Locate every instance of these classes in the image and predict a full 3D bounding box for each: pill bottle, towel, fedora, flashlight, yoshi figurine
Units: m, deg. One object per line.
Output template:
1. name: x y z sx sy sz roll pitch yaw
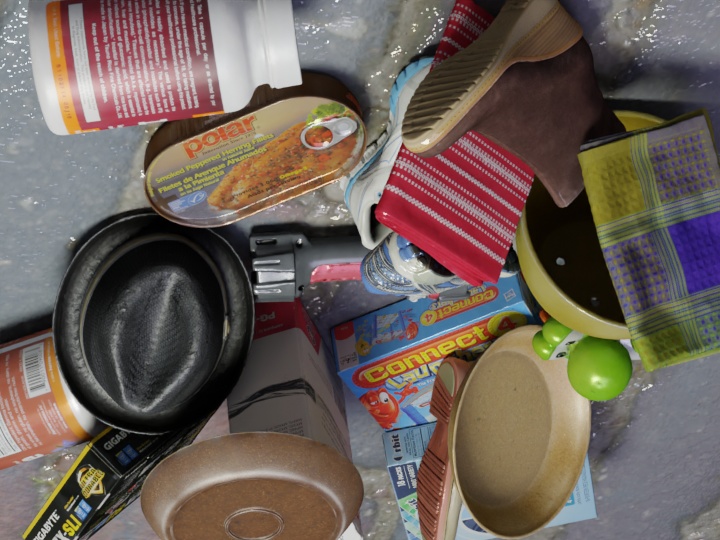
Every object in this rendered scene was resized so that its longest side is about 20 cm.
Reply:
1. pill bottle: -0.337 0.128 1.741 0.199 0.113 0.112 -18 139 11
2. towel: 0.260 -0.026 1.534 0.143 0.201 0.023 -13 177 -29
3. fedora: -0.181 0.053 1.626 0.199 0.092 0.202 -1 99 -5
4. pill bottle: -0.148 -0.171 1.428 0.198 0.113 0.113 -8 140 -1
5. towel: 0.091 -0.102 1.518 0.144 0.201 0.022 31 164 -38
6. flashlight: 0.000 0.000 1.692 0.198 0.068 0.068 -5 150 -6
7. yoshi figurine: 0.250 0.074 1.747 0.199 0.112 0.113 -8 108 -38

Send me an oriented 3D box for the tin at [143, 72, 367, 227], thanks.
1. tin: -0.091 -0.102 1.578 0.199 0.042 0.112 -20 142 13

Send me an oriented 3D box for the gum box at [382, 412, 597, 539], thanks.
1. gum box: 0.134 0.210 1.889 0.199 0.045 0.170 -11 139 3

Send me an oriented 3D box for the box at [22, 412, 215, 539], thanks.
1. box: -0.217 0.177 1.770 0.049 0.200 0.160 45 129 5

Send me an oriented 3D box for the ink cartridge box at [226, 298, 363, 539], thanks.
1. ink cartridge box: -0.066 0.148 1.745 0.084 0.201 0.145 -17 139 9

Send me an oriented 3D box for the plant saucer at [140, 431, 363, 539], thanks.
1. plant saucer: -0.095 0.213 1.640 0.199 0.035 0.201 -3 140 -2

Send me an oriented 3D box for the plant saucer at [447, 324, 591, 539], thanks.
1. plant saucer: 0.142 0.149 1.743 0.035 0.201 0.200 7 157 44

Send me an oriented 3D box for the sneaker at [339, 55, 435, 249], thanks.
1. sneaker: 0.048 -0.094 1.577 0.074 0.087 0.200 12 134 -20

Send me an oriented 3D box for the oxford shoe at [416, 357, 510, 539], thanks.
1. oxford shoe: 0.102 0.182 1.782 0.073 0.071 0.201 3 110 -22

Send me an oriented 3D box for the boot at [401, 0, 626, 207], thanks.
1. boot: 0.131 -0.113 1.489 0.072 0.200 0.167 6 136 50

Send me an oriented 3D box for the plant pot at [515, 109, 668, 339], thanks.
1. plant pot: 0.218 -0.021 1.636 0.198 0.201 0.142 1 160 -12

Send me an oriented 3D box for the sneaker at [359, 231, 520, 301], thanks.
1. sneaker: 0.065 -0.015 1.608 0.085 0.078 0.200 -28 167 31

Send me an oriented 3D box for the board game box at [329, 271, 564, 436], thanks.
1. board game box: 0.101 0.096 1.828 0.199 0.056 0.196 -22 138 15
